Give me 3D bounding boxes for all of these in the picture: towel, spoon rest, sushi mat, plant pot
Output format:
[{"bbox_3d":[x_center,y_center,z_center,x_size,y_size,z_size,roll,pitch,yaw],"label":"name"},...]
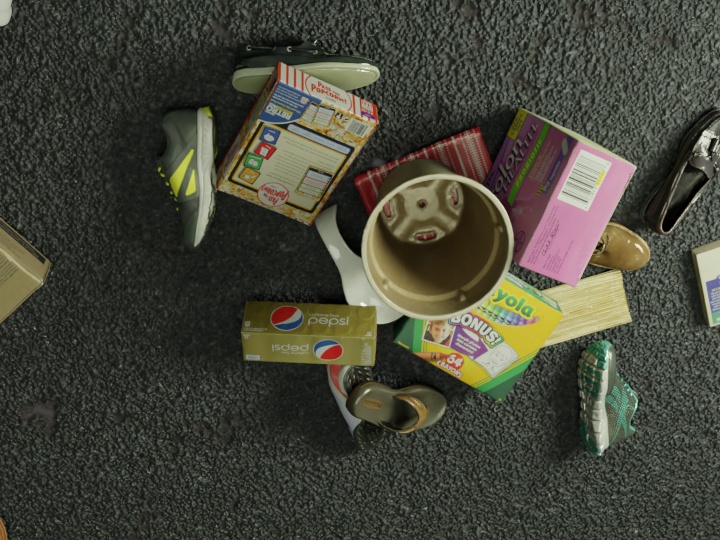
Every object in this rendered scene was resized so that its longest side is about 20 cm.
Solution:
[{"bbox_3d":[0.102,-0.109,1.484,0.198,0.023,0.146,-22,114,4],"label":"towel"},{"bbox_3d":[0.000,0.000,1.501,0.099,0.061,0.201,-30,112,19],"label":"spoon rest"},{"bbox_3d":[0.318,0.065,1.585,0.197,0.012,0.097,-16,115,3],"label":"sushi mat"},{"bbox_3d":[0.094,-0.063,1.390,0.197,0.184,0.203,-1,113,-3],"label":"plant pot"}]

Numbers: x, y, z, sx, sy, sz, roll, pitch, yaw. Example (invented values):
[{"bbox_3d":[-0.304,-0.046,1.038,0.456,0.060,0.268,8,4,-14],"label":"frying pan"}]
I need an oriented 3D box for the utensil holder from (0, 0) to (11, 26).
[{"bbox_3d":[-0.480,-0.420,1.217,0.168,0.170,0.202,18,109,-13],"label":"utensil holder"}]

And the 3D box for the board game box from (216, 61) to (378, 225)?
[{"bbox_3d":[-0.089,-0.167,1.387,0.150,0.047,0.201,21,129,-22],"label":"board game box"}]

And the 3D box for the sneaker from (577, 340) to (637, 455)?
[{"bbox_3d":[0.400,0.196,1.630,0.090,0.078,0.202,-14,119,-16],"label":"sneaker"}]

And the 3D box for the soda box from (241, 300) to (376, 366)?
[{"bbox_3d":[-0.075,0.093,1.514,0.197,0.068,0.065,3,134,1],"label":"soda box"}]

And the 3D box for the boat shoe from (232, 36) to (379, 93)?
[{"bbox_3d":[-0.074,-0.281,1.371,0.196,0.075,0.067,-4,72,5],"label":"boat shoe"}]

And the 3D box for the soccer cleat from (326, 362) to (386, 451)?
[{"bbox_3d":[-0.008,0.202,1.599,0.068,0.073,0.201,-35,134,-21],"label":"soccer cleat"}]

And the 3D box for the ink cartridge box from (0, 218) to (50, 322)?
[{"bbox_3d":[-0.571,0.011,1.451,0.199,0.075,0.165,-40,113,12],"label":"ink cartridge box"}]

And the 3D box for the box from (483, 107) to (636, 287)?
[{"bbox_3d":[0.253,-0.104,1.387,0.096,0.200,0.178,19,105,-20],"label":"box"}]

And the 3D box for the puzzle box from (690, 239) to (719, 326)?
[{"bbox_3d":[0.618,-0.004,1.574,0.198,0.025,0.134,-18,115,3],"label":"puzzle box"}]

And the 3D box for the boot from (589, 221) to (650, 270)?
[{"bbox_3d":[0.347,-0.039,1.509,0.198,0.076,0.074,20,109,-14],"label":"boot"}]

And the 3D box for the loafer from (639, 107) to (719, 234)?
[{"bbox_3d":[0.486,-0.138,1.481,0.071,0.063,0.201,26,110,-16],"label":"loafer"}]

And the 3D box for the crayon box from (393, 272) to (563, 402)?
[{"bbox_3d":[0.176,0.077,1.544,0.198,0.058,0.174,29,110,-10],"label":"crayon box"}]

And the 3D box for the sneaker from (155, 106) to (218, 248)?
[{"bbox_3d":[-0.244,-0.132,1.425,0.083,0.075,0.203,5,105,-1],"label":"sneaker"}]

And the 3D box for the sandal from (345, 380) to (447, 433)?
[{"bbox_3d":[0.063,0.214,1.571,0.199,0.054,0.082,20,102,-43],"label":"sandal"}]

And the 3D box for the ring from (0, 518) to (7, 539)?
[{"bbox_3d":[-0.676,0.432,1.662,0.197,0.019,0.203,-2,115,-4],"label":"ring"}]
